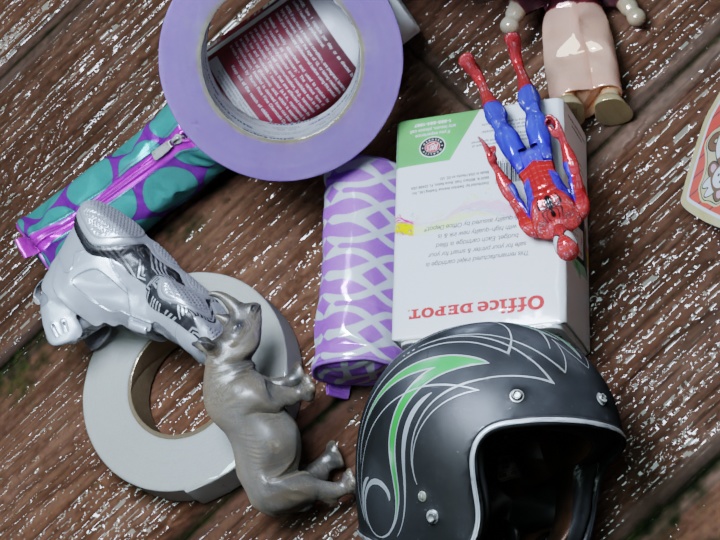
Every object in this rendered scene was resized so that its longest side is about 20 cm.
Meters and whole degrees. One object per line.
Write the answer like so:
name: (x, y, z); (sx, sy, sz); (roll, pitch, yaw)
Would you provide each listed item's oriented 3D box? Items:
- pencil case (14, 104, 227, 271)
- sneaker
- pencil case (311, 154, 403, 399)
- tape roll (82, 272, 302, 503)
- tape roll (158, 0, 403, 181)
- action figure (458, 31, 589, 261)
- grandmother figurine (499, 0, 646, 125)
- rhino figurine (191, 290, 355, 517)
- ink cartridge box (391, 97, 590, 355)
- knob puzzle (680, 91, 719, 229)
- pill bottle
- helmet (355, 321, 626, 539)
pencil case: (-0.213, -0.071, 1.664); (0.200, 0.092, 0.085); (-38, 80, 8)
sneaker: (-0.198, 0.040, 1.582); (0.200, 0.075, 0.115); (44, 103, 22)
pencil case: (0.000, 0.000, 1.545); (0.085, 0.084, 0.200); (-30, 50, 53)
tape roll: (-0.147, 0.100, 1.594); (0.203, 0.037, 0.203); (-9, 65, 21)
tape roll: (-0.066, -0.180, 1.528); (0.200, 0.085, 0.200); (0, 103, -1)
action figure: (0.132, -0.094, 1.445); (0.065, 0.052, 0.200); (-22, 65, 5)
grandmother figurine: (0.180, -0.218, 1.570); (0.121, 0.061, 0.200); (1, 63, -5)
rhino figurine: (-0.080, 0.108, 1.499); (0.087, 0.060, 0.200); (-25, 91, -8)
ink cartridge box: (0.108, -0.027, 1.502); (0.145, 0.084, 0.200); (-7, 66, 21)
knob puzzle: (0.313, -0.113, 1.421); (0.220, 0.030, 0.220); (-43, 33, 37)
pill bottle: (-0.052, -0.188, 1.627); (0.200, 0.113, 0.113); (-35, 59, 8)
helmet: (0.095, 0.132, 1.382); (0.200, 0.200, 0.191); (17, 88, 29)
